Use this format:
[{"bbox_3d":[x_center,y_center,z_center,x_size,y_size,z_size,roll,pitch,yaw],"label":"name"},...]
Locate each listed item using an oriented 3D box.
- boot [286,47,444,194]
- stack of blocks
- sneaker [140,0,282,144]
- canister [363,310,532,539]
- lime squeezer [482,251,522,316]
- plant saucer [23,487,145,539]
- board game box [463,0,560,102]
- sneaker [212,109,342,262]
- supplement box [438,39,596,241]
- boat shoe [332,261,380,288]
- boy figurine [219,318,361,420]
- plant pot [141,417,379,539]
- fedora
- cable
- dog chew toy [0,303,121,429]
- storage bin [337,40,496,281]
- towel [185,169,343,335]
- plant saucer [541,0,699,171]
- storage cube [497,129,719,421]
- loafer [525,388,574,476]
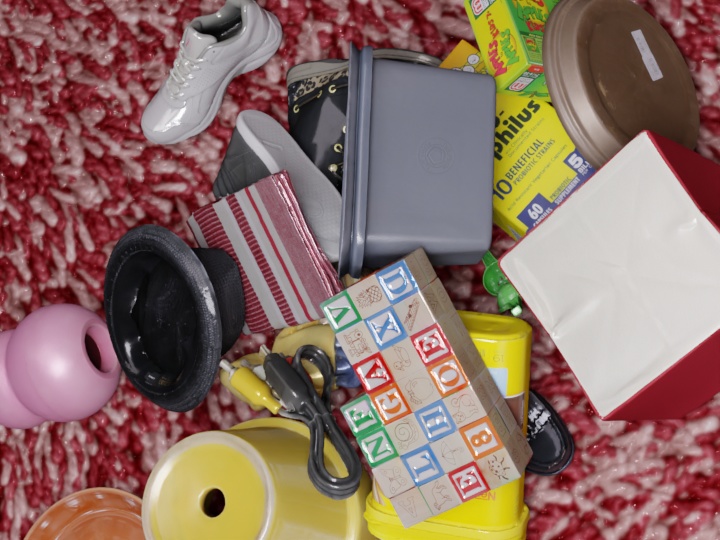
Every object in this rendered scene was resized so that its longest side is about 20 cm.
[{"bbox_3d":[-0.001,-0.144,1.258,0.202,0.073,0.155,-1,74,36],"label":"boot"},{"bbox_3d":[0.044,0.098,1.014,0.114,0.059,0.201,-27,92,22],"label":"stack of blocks"},{"bbox_3d":[-0.181,-0.230,1.343,0.078,0.099,0.200,41,90,26],"label":"sneaker"},{"bbox_3d":[0.080,0.141,1.089,0.147,0.086,0.202,6,104,19],"label":"canister"},{"bbox_3d":[0.137,0.006,1.156,0.037,0.071,0.201,-20,33,-1],"label":"lime squeezer"},{"bbox_3d":[-0.267,0.325,1.237,0.198,0.032,0.202,-6,71,18],"label":"plant saucer"},{"bbox_3d":[0.197,-0.211,1.148,0.048,0.199,0.102,-39,58,43],"label":"board game box"},{"bbox_3d":[-0.081,-0.060,1.217,0.201,0.070,0.100,55,131,30],"label":"sneaker"},{"bbox_3d":[0.146,-0.110,1.180,0.109,0.109,0.200,-48,64,0],"label":"supplement box"},{"bbox_3d":[0.000,0.000,1.196,0.076,0.072,0.201,-35,29,22],"label":"boat shoe"},{"bbox_3d":[-0.045,0.098,1.205,0.198,0.065,0.125,-18,51,16],"label":"boy figurine"},{"bbox_3d":[-0.101,0.228,1.120,0.199,0.189,0.203,-6,71,17],"label":"plant pot"},{"bbox_3d":[-0.176,0.040,1.227,0.199,0.091,0.203,18,117,39],"label":"fedora"},{"bbox_3d":[-0.045,0.135,1.106,0.200,0.096,0.051,51,135,36],"label":"cable"},{"bbox_3d":[-0.354,0.113,1.291,0.198,0.124,0.126,-20,67,21],"label":"dog chew toy"},{"bbox_3d":[0.050,-0.089,1.091,0.133,0.146,0.202,4,80,-1],"label":"storage bin"},{"bbox_3d":[-0.095,-0.011,1.191,0.023,0.199,0.145,-29,97,-33],"label":"towel"},{"bbox_3d":[0.246,-0.169,1.110,0.029,0.199,0.202,-27,61,48],"label":"plant saucer"},{"bbox_3d":[0.257,0.013,1.036,0.200,0.179,0.172,-42,64,23],"label":"storage cube"},{"bbox_3d":[0.116,0.116,1.144,0.072,0.063,0.200,-46,64,1],"label":"loafer"}]
